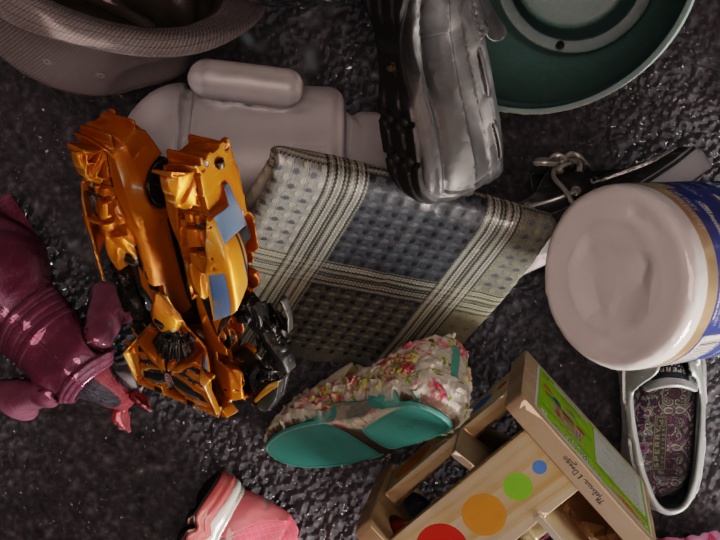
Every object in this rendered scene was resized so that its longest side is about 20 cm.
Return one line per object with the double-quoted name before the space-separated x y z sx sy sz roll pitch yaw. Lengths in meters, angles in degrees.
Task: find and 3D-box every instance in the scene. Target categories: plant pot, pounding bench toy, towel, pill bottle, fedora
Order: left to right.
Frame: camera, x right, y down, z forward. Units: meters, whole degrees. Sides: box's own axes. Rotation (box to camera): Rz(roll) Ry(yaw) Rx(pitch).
"fedora" -0.166 -0.175 0.831 0.200 0.177 0.090 4 140 -23
"towel" 0.000 0.000 0.827 0.192 0.200 0.035 11 52 -20
"pounding bench toy" 0.114 0.187 0.838 0.156 0.124 0.200 -42 91 12
"plant pot" 0.126 -0.200 0.817 0.200 0.134 0.201 2 97 21
"pill bottle" 0.219 -0.001 0.807 0.200 0.111 0.111 -4 98 -42

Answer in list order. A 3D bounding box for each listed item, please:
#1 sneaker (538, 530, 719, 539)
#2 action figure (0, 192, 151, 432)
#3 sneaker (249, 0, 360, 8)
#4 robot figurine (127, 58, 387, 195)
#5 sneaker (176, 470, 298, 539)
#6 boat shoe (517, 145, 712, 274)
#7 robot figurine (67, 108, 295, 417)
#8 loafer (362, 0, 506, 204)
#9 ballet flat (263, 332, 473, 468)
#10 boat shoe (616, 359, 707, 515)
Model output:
"sneaker" 0.206 0.225 0.901 0.199 0.095 0.079 -2 98 0
"action figure" -0.215 0.029 0.846 0.200 0.149 0.134 39 88 9
"sneaker" -0.007 -0.208 0.764 0.200 0.078 0.087 -3 89 12
"robot figurine" -0.076 -0.067 0.849 0.199 0.113 0.170 1 130 -2
"sneaker" -0.108 0.247 0.903 0.087 0.074 0.200 24 95 -6
"boat shoe" 0.140 -0.047 0.882 0.199 0.074 0.068 -27 86 15
"robot figurine" -0.111 0.006 0.777 0.145 0.058 0.200 17 129 33
"loafer" 0.043 -0.136 0.703 0.070 0.068 0.201 -18 114 -23
"ballet flat" 0.009 0.089 0.860 0.076 0.200 0.064 35 57 -26
"boat shoe" 0.216 0.073 0.895 0.070 0.072 0.201 -3 96 -2
